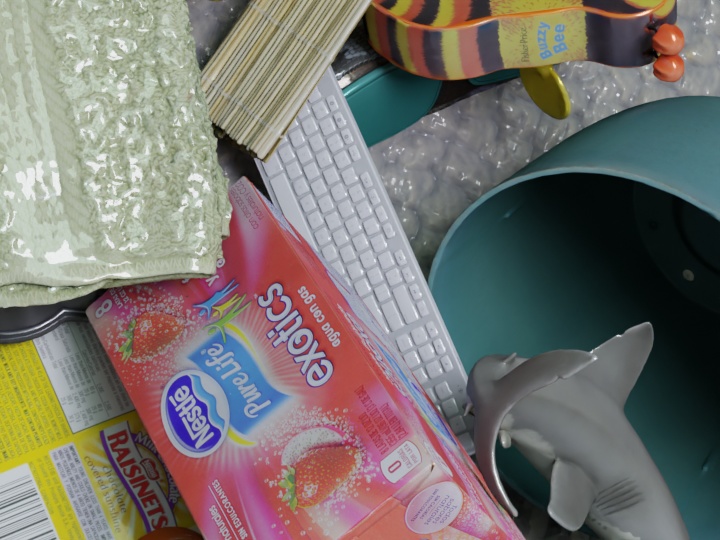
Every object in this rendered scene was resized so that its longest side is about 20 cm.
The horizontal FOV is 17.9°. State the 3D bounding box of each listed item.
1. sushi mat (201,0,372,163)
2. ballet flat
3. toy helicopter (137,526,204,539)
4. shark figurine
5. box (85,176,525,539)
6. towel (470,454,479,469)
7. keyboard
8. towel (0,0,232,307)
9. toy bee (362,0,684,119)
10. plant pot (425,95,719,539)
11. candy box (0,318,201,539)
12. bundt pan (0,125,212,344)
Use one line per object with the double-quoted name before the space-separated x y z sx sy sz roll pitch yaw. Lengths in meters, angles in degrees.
"sushi mat" -0.012 -0.146 1.080 0.012 0.096 0.200 33 91 -36
"ballet flat" 0.033 -0.114 1.159 0.200 0.072 0.072 -23 84 -27
"toy helicopter" -0.091 0.214 0.953 0.200 0.079 0.132 -44 112 -9
"shark figurine" 0.093 0.054 0.994 0.089 0.214 0.128 -42 56 6
"box" -0.022 0.069 0.949 0.095 0.200 0.103 -40 134 5
"towel" -0.041 0.082 1.080 0.200 0.032 0.191 -18 82 -27
"keyboard" 0.000 0.000 1.079 0.200 0.056 0.011 67 22 6
"towel" -0.137 -0.084 0.948 0.148 0.036 0.201 -9 78 -10
"toy bee" 0.102 -0.130 1.062 0.131 0.200 0.109 47 17 -47
"plant pot" 0.156 0.009 1.098 0.201 0.201 0.161 50 41 -2
"candy box" -0.147 0.059 1.015 0.102 0.026 0.200 -20 73 -18
"bundt pan" -0.164 -0.072 1.015 0.201 0.076 0.202 2 62 -3
